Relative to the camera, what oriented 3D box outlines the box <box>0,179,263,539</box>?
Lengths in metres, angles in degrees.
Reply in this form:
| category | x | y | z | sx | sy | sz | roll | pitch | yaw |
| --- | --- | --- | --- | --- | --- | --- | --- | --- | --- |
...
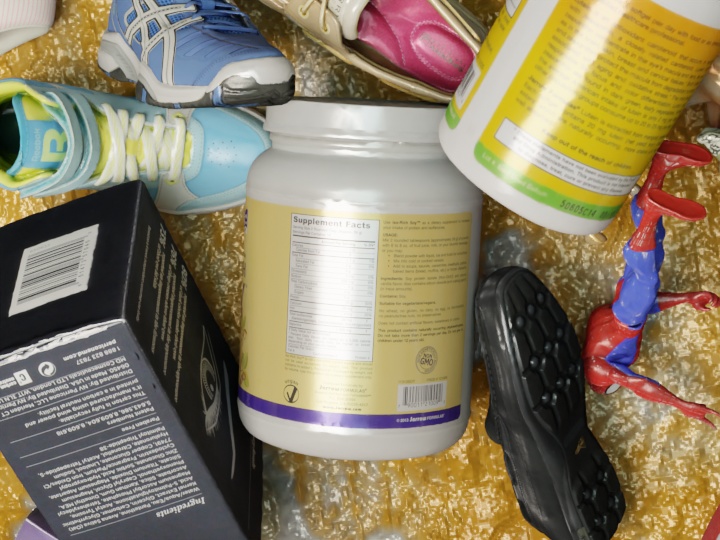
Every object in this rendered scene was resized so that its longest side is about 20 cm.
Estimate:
| category | x | y | z | sx | sy | sz | roll | pitch | yaw |
| --- | --- | --- | --- | --- | --- | --- | --- | --- | --- |
| box | -0.139 | 0.076 | 0.898 | 0.103 | 0.149 | 0.201 | -18 | 122 | 8 |

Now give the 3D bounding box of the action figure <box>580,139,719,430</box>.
| category | x | y | z | sx | sy | sz | roll | pitch | yaw |
| --- | --- | --- | --- | --- | --- | --- | --- | --- | --- |
| action figure | 0.188 | 0.020 | 0.898 | 0.098 | 0.066 | 0.201 | 17 | 142 | 3 |

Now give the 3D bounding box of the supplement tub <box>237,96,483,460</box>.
| category | x | y | z | sx | sy | sz | roll | pitch | yaw |
| --- | --- | --- | --- | --- | --- | --- | --- | --- | --- |
| supplement tub | 0.000 | 0.000 | 0.912 | 0.144 | 0.145 | 0.203 | 3 | 98 | 5 |

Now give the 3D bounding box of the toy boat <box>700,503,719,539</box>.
| category | x | y | z | sx | sy | sz | roll | pitch | yaw |
| --- | --- | --- | --- | --- | --- | --- | --- | --- | --- |
| toy boat | 0.264 | 0.215 | 0.923 | 0.129 | 0.131 | 0.202 | 22 | 99 | 2 |

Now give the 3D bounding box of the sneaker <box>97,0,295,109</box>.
| category | x | y | z | sx | sy | sz | roll | pitch | yaw |
| --- | --- | --- | --- | --- | --- | --- | --- | --- | --- |
| sneaker | -0.102 | -0.139 | 0.883 | 0.075 | 0.199 | 0.078 | -4 | 109 | -34 |

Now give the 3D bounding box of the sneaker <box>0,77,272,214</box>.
| category | x | y | z | sx | sy | sz | roll | pitch | yaw |
| --- | --- | --- | --- | --- | --- | --- | --- | --- | --- |
| sneaker | -0.147 | -0.073 | 0.923 | 0.197 | 0.131 | 0.081 | 4 | 96 | 5 |

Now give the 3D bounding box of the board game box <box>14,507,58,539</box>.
| category | x | y | z | sx | sy | sz | roll | pitch | yaw |
| --- | --- | --- | --- | --- | --- | --- | --- | --- | --- |
| board game box | -0.171 | 0.276 | 1.010 | 0.199 | 0.057 | 0.166 | 31 | 100 | 1 |

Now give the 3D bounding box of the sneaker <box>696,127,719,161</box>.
| category | x | y | z | sx | sy | sz | roll | pitch | yaw |
| --- | --- | --- | --- | --- | --- | --- | --- | --- | --- |
| sneaker | 0.227 | -0.057 | 0.826 | 0.087 | 0.077 | 0.203 | 0 | 93 | 8 |

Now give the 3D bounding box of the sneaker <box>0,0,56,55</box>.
| category | x | y | z | sx | sy | sz | roll | pitch | yaw |
| --- | --- | --- | --- | --- | --- | --- | --- | --- | --- |
| sneaker | -0.283 | -0.177 | 0.949 | 0.198 | 0.075 | 0.106 | -4 | 92 | 2 |

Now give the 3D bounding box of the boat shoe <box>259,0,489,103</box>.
| category | x | y | z | sx | sy | sz | roll | pitch | yaw |
| --- | --- | --- | --- | --- | --- | --- | --- | --- | --- |
| boat shoe | -0.001 | -0.160 | 0.886 | 0.199 | 0.069 | 0.074 | 27 | 105 | -13 |

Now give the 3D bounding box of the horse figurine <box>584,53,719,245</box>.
| category | x | y | z | sx | sy | sz | roll | pitch | yaw |
| --- | --- | --- | --- | --- | --- | --- | --- | --- | --- |
| horse figurine | 0.172 | -0.094 | 0.891 | 0.198 | 0.050 | 0.134 | -16 | 104 | 30 |

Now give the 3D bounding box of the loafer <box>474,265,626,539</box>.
| category | x | y | z | sx | sy | sz | roll | pitch | yaw |
| --- | --- | --- | --- | --- | --- | --- | --- | --- | --- |
| loafer | 0.104 | 0.088 | 0.931 | 0.070 | 0.068 | 0.202 | 4 | 126 | 42 |

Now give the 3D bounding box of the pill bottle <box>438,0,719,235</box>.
| category | x | y | z | sx | sy | sz | roll | pitch | yaw |
| --- | --- | --- | --- | --- | --- | --- | --- | --- | --- |
| pill bottle | 0.133 | -0.129 | 0.799 | 0.110 | 0.111 | 0.201 | 30 | 115 | 1 |
